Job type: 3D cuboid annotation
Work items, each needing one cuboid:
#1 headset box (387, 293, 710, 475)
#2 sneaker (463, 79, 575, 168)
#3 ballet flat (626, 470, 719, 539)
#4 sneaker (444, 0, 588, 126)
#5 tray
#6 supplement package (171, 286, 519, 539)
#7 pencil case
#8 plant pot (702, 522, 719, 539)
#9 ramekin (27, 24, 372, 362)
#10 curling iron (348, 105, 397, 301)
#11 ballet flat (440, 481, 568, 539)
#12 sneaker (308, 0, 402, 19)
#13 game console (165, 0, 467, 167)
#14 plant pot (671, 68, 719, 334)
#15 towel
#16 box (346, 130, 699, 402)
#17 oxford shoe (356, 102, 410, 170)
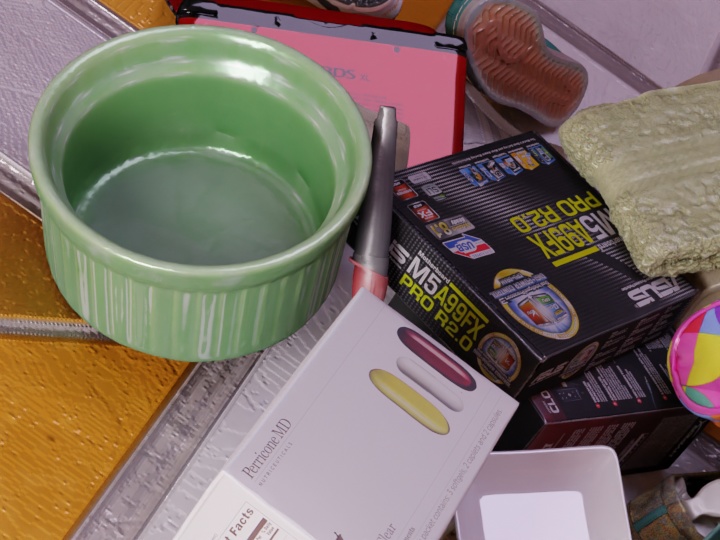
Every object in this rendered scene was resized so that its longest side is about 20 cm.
[{"bbox_3d":[0.116,0.060,1.561,0.199,0.075,0.149,-4,50,-44],"label":"headset box"},{"bbox_3d":[0.093,-0.066,1.718,0.200,0.071,0.076,37,50,11],"label":"sneaker"},{"bbox_3d":[0.249,0.154,1.572,0.199,0.071,0.071,-4,50,-44],"label":"ballet flat"},{"bbox_3d":[0.098,-0.165,1.792,0.080,0.072,0.200,34,1,29],"label":"sneaker"},{"bbox_3d":[0.109,0.200,1.366,0.107,0.022,0.201,-2,70,-16],"label":"tray"},{"bbox_3d":[-0.026,0.134,1.275,0.111,0.156,0.200,36,34,1],"label":"supplement package"},{"bbox_3d":[0.283,0.084,1.558,0.200,0.088,0.089,28,30,-43],"label":"pencil case"},{"bbox_3d":[0.316,0.209,1.507,0.199,0.141,0.142,4,45,-49],"label":"plant pot"},{"bbox_3d":[-0.096,-0.042,1.426,0.198,0.098,0.201,4,48,-5],"label":"ramekin"},{"bbox_3d":[0.000,0.000,1.448,0.025,0.201,0.050,-1,17,-27],"label":"curling iron"},{"bbox_3d":[0.071,0.153,1.420,0.200,0.076,0.064,40,53,12],"label":"ballet flat"},{"bbox_3d":[-0.052,-0.238,1.794,0.200,0.074,0.080,36,-8,17],"label":"sneaker"},{"bbox_3d":[-0.036,-0.122,1.656,0.199,0.119,0.174,6,72,-11],"label":"game console"},{"bbox_3d":[0.269,-0.011,1.680,0.187,0.188,0.200,29,35,-10],"label":"plant pot"},{"bbox_3d":[0.243,-0.065,1.597,0.199,0.037,0.149,-13,52,-21],"label":"towel"},{"bbox_3d":[0.102,-0.006,1.521,0.160,0.044,0.200,46,34,19],"label":"box"},{"bbox_3d":[-0.062,-0.100,1.550,0.199,0.071,0.074,26,58,-9],"label":"oxford shoe"}]
